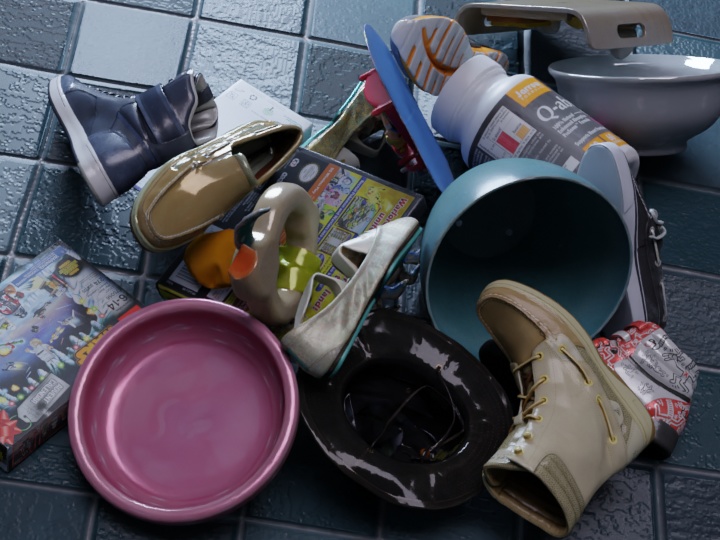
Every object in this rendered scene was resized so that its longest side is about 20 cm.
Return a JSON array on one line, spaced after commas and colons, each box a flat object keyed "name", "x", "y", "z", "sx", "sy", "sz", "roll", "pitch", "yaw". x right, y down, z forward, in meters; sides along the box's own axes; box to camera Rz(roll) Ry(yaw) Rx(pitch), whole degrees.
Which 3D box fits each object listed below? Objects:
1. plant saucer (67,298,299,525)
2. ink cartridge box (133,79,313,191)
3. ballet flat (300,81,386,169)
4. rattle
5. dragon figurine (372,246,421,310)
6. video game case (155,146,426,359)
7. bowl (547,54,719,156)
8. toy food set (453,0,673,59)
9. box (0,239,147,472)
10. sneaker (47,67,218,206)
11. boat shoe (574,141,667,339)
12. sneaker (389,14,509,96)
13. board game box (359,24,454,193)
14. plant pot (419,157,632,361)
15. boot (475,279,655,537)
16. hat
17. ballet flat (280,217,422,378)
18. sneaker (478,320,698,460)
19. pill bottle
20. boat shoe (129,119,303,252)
[{"name": "plant saucer", "x": -0.149, "y": 0.124, "z": 1.477, "sx": 0.199, "sy": 0.051, "sz": 0.202, "roll": -3, "pitch": 66, "yaw": 6}, {"name": "ink cartridge box", "x": -0.145, "y": -0.109, "z": 1.724, "sx": 0.099, "sy": 0.039, "sz": 0.200, "roll": 34, "pitch": 50, "yaw": 17}, {"name": "ballet flat", "x": -0.017, "y": -0.128, "z": 1.755, "sx": 0.070, "sy": 0.071, "sz": 0.200, "roll": 29, "pitch": 50, "yaw": 13}, {"name": "rattle", "x": -0.118, "y": -0.022, "z": 1.488, "sx": 0.142, "sy": 0.131, "sz": 0.200, "roll": 25, "pitch": 14, "yaw": 17}, {"name": "dragon figurine", "x": 0.000, "y": 0.000, "z": 1.646, "sx": 0.099, "sy": 0.059, "sz": 0.200, "roll": 22, "pitch": 51, "yaw": 8}, {"name": "video game case", "x": -0.065, "y": -0.022, "z": 1.615, "sx": 0.180, "sy": 0.026, "sz": 0.200, "roll": 23, "pitch": 63, "yaw": 26}, {"name": "bowl", "x": 0.298, "y": -0.173, "z": 1.817, "sx": 0.200, "sy": 0.091, "sz": 0.201, "roll": -1, "pitch": 13, "yaw": 0}, {"name": "toy food set", "x": 0.216, "y": -0.258, "z": 1.853, "sx": 0.143, "sy": 0.061, "sz": 0.199, "roll": -12, "pitch": 17, "yaw": -43}, {"name": "box", "x": -0.290, "y": 0.071, "z": 1.533, "sx": 0.137, "sy": 0.040, "sz": 0.200, "roll": 35, "pitch": 51, "yaw": 17}, {"name": "sneaker", "x": -0.217, "y": -0.154, "z": 1.667, "sx": 0.146, "sy": 0.077, "sz": 0.203, "roll": -31, "pitch": 41, "yaw": -3}, {"name": "boat shoe", "x": 0.261, "y": -0.029, "z": 1.662, "sx": 0.068, "sy": 0.073, "sz": 0.201, "roll": -17, "pitch": 98, "yaw": -32}, {"name": "sneaker", "x": 0.080, "y": -0.227, "z": 1.815, "sx": 0.077, "sy": 0.079, "sz": 0.200, "roll": 32, "pitch": 7, "yaw": 31}, {"name": "board game box", "x": 0.035, "y": -0.146, "z": 1.713, "sx": 0.039, "sy": 0.201, "sz": 0.158, "roll": -27, "pitch": 8, "yaw": 11}, {"name": "plant pot", "x": 0.141, "y": -0.026, "z": 1.631, "sx": 0.199, "sy": 0.201, "sz": 0.135, "roll": -1, "pitch": 29, "yaw": -14}, {"name": "boot", "x": 0.146, "y": 0.117, "z": 1.485, "sx": 0.200, "sy": 0.073, "sz": 0.155, "roll": 49, "pitch": 52, "yaw": 1}, {"name": "hat", "x": 0.032, "y": 0.136, "z": 1.525, "sx": 0.199, "sy": 0.081, "sz": 0.202, "roll": 8, "pitch": 56, "yaw": -12}, {"name": "ballet flat", "x": -0.008, "y": 0.009, "z": 1.509, "sx": 0.062, "sy": 0.068, "sz": 0.200, "roll": 34, "pitch": 49, "yaw": -3}, {"name": "sneaker", "x": 0.216, "y": 0.086, "z": 1.601, "sx": 0.201, "sy": 0.067, "sz": 0.108, "roll": 27, "pitch": 66, "yaw": 4}, {"name": "pill bottle", "x": 0.176, "y": -0.128, "z": 1.759, "sx": 0.200, "sy": 0.117, "sz": 0.116, "roll": 39, "pitch": 52, "yaw": 20}, {"name": "boat shoe", "x": -0.127, "y": -0.086, "z": 1.574, "sx": 0.200, "sy": 0.076, "sz": 0.072, "roll": -45, "pitch": 114, "yaw": -38}]
